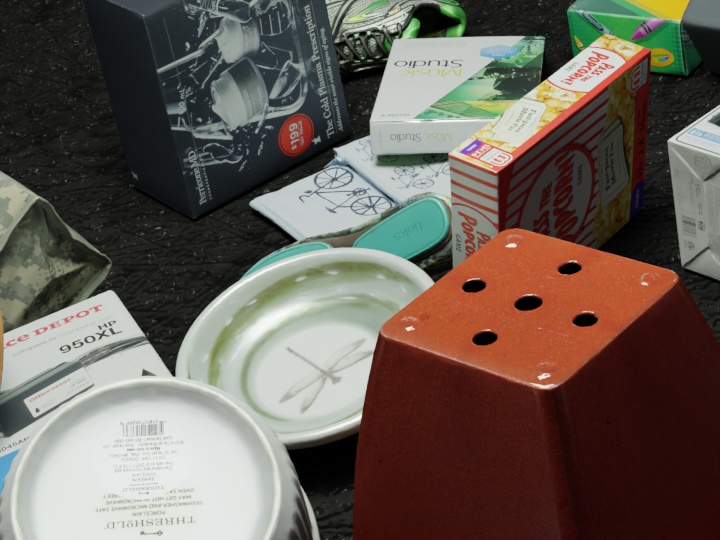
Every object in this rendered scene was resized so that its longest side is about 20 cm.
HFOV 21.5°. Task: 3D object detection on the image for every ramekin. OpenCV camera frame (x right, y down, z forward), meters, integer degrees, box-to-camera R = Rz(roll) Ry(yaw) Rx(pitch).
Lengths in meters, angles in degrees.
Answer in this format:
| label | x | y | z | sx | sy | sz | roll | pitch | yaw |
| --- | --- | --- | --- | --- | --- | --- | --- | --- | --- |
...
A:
| label | x | y | z | sx | sy | sz | roll | pitch | yaw |
| --- | --- | --- | --- | --- | --- | --- | --- | --- | --- |
| ramekin | -0.124 | 0.158 | 1.135 | 0.200 | 0.105 | 0.200 | 0 | 55 | 1 |

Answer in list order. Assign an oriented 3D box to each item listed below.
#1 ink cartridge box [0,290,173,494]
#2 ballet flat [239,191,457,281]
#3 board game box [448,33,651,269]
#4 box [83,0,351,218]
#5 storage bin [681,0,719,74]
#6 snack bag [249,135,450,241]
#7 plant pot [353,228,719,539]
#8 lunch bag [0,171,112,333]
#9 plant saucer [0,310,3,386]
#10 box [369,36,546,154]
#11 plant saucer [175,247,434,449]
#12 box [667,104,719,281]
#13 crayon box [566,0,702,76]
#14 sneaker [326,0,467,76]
| label | x | y | z | sx | sy | sz | roll | pitch | yaw |
| --- | --- | --- | --- | --- | --- | --- | --- | --- | --- |
| ink cartridge box | -0.199 | 0.113 | 1.325 | 0.144 | 0.084 | 0.200 | -22 | 32 | -15 |
| ballet flat | 0.000 | 0.000 | 1.455 | 0.200 | 0.074 | 0.074 | -19 | 26 | 25 |
| board game box | 0.144 | -0.066 | 1.430 | 0.046 | 0.152 | 0.200 | 25 | 47 | 32 |
| box | -0.122 | -0.180 | 1.665 | 0.182 | 0.200 | 0.104 | -30 | 36 | -26 |
| storage bin | 0.385 | -0.228 | 1.650 | 0.200 | 0.146 | 0.134 | 19 | 70 | 40 |
| snack bag | 0.024 | -0.065 | 1.600 | 0.200 | 0.021 | 0.189 | -25 | 34 | -20 |
| plant pot | 0.113 | 0.091 | 1.164 | 0.200 | 0.176 | 0.200 | 17 | 42 | 40 |
| lunch bag | -0.321 | 0.020 | 1.483 | 0.164 | 0.118 | 0.200 | 28 | 76 | 44 |
| plant saucer | -0.308 | 0.088 | 1.317 | 0.032 | 0.200 | 0.200 | 17 | 13 | -35 |
| box | 0.090 | -0.158 | 1.688 | 0.144 | 0.036 | 0.200 | -1 | 29 | 8 |
| plant saucer | -0.032 | 0.066 | 1.362 | 0.200 | 0.050 | 0.200 | -11 | 39 | 9 |
| box | 0.324 | -0.087 | 1.439 | 0.200 | 0.117 | 0.060 | -32 | 36 | -31 |
| crayon box | 0.296 | -0.256 | 1.780 | 0.119 | 0.058 | 0.200 | 12 | 38 | 35 |
| sneaker | 0.011 | -0.228 | 1.815 | 0.200 | 0.078 | 0.085 | -24 | 34 | -21 |
